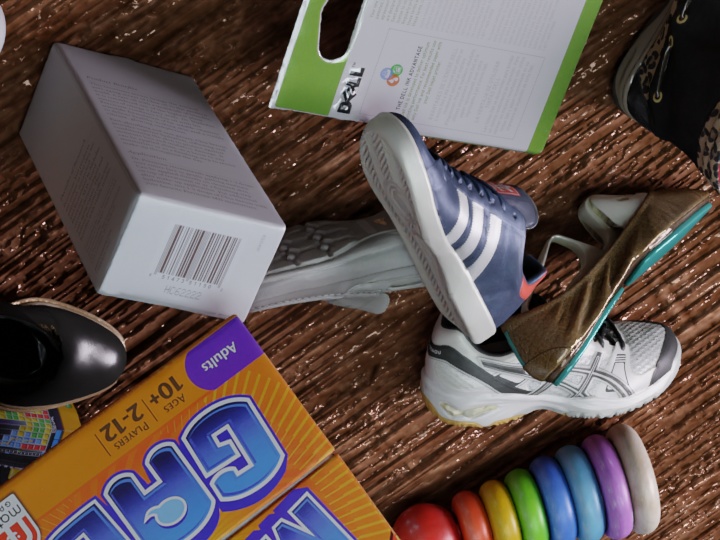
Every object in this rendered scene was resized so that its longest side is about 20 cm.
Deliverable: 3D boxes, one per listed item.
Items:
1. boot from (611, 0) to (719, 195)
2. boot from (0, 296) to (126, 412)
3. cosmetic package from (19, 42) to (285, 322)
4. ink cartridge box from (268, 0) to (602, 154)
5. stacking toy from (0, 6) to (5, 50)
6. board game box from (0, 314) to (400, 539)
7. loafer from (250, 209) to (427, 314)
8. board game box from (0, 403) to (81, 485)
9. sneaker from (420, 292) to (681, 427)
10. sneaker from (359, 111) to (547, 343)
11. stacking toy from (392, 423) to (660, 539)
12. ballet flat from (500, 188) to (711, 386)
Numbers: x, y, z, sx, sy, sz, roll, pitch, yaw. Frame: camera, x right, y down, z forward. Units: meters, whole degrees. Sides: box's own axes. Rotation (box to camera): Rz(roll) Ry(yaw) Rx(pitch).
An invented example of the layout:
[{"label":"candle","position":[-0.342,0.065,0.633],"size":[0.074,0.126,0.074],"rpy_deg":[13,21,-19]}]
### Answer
[{"label":"boot","position":[0.257,-0.154,1.610],"size":[0.073,0.151,0.200],"rpy_deg":[23,110,-32]},{"label":"boot","position":[-0.204,0.057,1.546],"size":[0.199,0.138,0.078],"rpy_deg":[5,90,-42]},{"label":"cosmetic package","position":[-0.130,-0.056,1.483],"size":[0.101,0.200,0.072],"rpy_deg":[13,115,-29]},{"label":"ink cartridge box","position":[0.044,-0.168,1.563],"size":[0.199,0.076,0.148],"rpy_deg":[8,118,-25]},{"label":"stacking toy","position":[-0.284,-0.087,1.466],"size":[0.146,0.146,0.200],"rpy_deg":[37,86,-36]},{"label":"board game box","position":[-0.111,0.175,1.471],"size":[0.199,0.200,0.200],"rpy_deg":[-37,90,-16]},{"label":"loafer","position":[0.000,0.000,1.657],"size":[0.199,0.070,0.070],"rpy_deg":[-14,117,-14]},{"label":"board game box","position":[-0.296,0.167,1.653],"size":[0.164,0.057,0.201],"rpy_deg":[7,118,-28]},{"label":"sneaker","position":[0.142,0.056,1.747],"size":[0.199,0.076,0.088],"rpy_deg":[-9,125,-17]},{"label":"sneaker","position":[0.066,-0.044,1.591],"size":[0.084,0.075,0.200],"rpy_deg":[-37,137,-9]},{"label":"stacking toy","position":[0.119,0.179,1.822],"size":[0.199,0.086,0.086],"rpy_deg":[-14,126,-7]},{"label":"ballet flat","position":[0.167,-0.007,1.712],"size":[0.200,0.072,0.068],"rpy_deg":[-47,175,-22]}]
